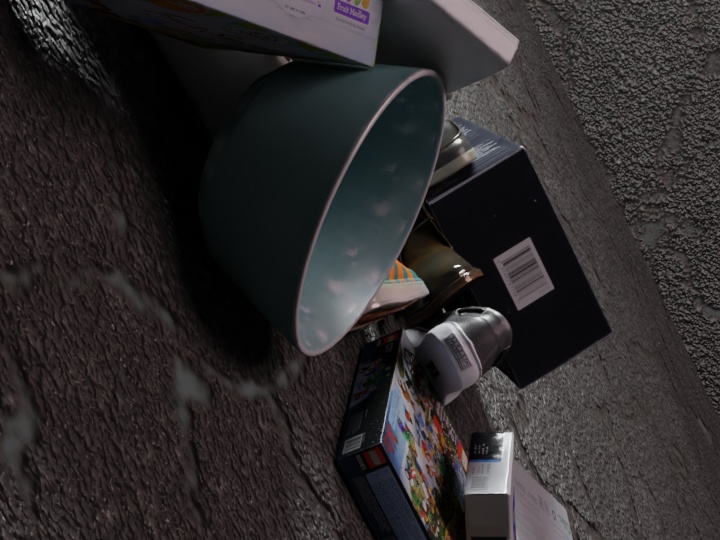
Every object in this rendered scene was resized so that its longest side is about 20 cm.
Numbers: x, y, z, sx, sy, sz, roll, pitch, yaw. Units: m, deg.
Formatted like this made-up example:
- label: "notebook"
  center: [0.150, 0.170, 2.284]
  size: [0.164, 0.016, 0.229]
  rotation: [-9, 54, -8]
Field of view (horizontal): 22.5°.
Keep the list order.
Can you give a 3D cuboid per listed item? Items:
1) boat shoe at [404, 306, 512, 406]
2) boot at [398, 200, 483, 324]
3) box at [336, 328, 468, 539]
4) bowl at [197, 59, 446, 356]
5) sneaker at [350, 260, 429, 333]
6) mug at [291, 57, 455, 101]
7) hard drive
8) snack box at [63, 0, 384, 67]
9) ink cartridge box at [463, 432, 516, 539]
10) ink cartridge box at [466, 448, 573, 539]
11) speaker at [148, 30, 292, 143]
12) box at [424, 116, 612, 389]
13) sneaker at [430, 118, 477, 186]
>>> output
- label: "boat shoe"
  center: [0.078, 0.060, 1.454]
  size: [0.070, 0.066, 0.200]
  rotation: [58, -11, 5]
- label: "boot"
  center: [0.043, -0.013, 1.528]
  size: [0.097, 0.074, 0.200]
  rotation: [56, -8, -3]
- label: "box"
  center: [0.038, 0.147, 1.367]
  size: [0.138, 0.037, 0.200]
  rotation: [62, 15, -17]
- label: "bowl"
  center: [-0.035, -0.056, 1.185]
  size: [0.104, 0.203, 0.201]
  rotation: [24, 5, 16]
- label: "sneaker"
  center: [0.000, 0.000, 1.390]
  size: [0.081, 0.071, 0.200]
  rotation: [63, 9, 5]
- label: "mug"
  center: [-0.007, -0.186, 1.334]
  size: [0.149, 0.185, 0.155]
  rotation: [-24, -97, 61]
- label: "hard drive"
  center: [-0.009, -0.184, 1.171]
  size: [0.199, 0.131, 0.026]
  rotation: [36, 65, -21]
- label: "snack box"
  center: [-0.095, -0.170, 1.088]
  size: [0.199, 0.141, 0.054]
  rotation: [9, 90, -57]
- label: "ink cartridge box"
  center: [0.102, 0.235, 1.386]
  size: [0.100, 0.039, 0.202]
  rotation: [-75, 162, -68]
- label: "ink cartridge box"
  center: [0.156, 0.276, 1.594]
  size: [0.196, 0.043, 0.202]
  rotation: [46, 29, -54]
- label: "speaker"
  center: [-0.111, -0.181, 1.250]
  size: [0.201, 0.081, 0.081]
  rotation: [61, 16, -21]
- label: "box"
  center: [0.119, -0.021, 1.667]
  size: [0.201, 0.103, 0.182]
  rotation: [62, -8, -19]
- label: "sneaker"
  center: [0.031, -0.137, 1.608]
  size: [0.107, 0.074, 0.200]
  rotation: [65, -15, -19]
